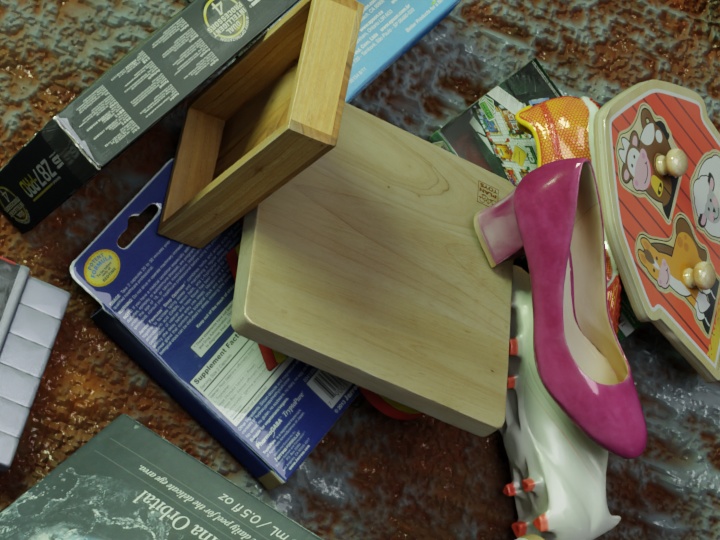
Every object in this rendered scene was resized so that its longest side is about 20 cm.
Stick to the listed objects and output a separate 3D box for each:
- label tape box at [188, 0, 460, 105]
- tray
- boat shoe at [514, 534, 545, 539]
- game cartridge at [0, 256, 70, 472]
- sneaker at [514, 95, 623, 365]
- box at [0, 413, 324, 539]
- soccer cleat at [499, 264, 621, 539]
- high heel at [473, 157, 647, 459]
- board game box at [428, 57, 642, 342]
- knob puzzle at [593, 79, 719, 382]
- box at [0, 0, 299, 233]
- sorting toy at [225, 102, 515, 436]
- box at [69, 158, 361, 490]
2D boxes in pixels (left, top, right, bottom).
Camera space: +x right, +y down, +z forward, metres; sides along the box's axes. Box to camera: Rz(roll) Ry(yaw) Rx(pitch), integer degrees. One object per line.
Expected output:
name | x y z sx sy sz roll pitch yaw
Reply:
label tape box | -0.044 -0.218 1.640 0.200 0.063 0.144 48 63 -2
tray | -0.064 -0.092 1.485 0.037 0.200 0.099 20 64 -20
boat shoe | 0.131 0.279 1.580 0.069 0.071 0.200 -22 77 -26
game cartridge | -0.292 0.031 1.479 0.200 0.038 0.130 24 72 -17
sneaker | 0.144 -0.020 1.655 0.077 0.073 0.201 -8 80 6
box | -0.135 0.218 1.393 0.200 0.196 0.118 -40 138 -28
soccer cleat | 0.127 0.093 1.633 0.077 0.069 0.201 -9 86 -32
high heel | 0.157 0.025 1.565 0.067 0.096 0.200 -20 82 -49
board game box | 0.146 -0.044 1.700 0.105 0.023 0.200 -37 92 -29
knob puzzle | 0.226 -0.049 1.670 0.219 0.030 0.220 16 70 -50
box | -0.138 -0.118 1.516 0.049 0.161 0.200 49 62 -5
sorting toy | 0.000 0.000 1.566 0.200 0.070 0.199 24 51 -25
box | -0.090 0.033 1.567 0.200 0.032 0.121 45 62 -8
